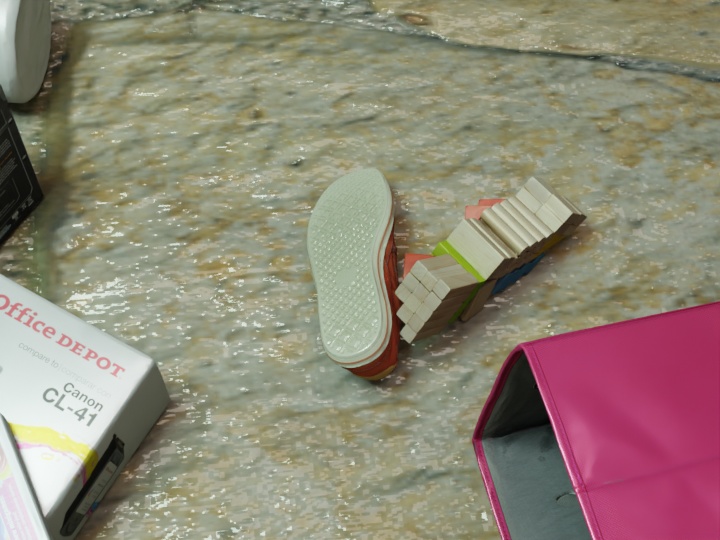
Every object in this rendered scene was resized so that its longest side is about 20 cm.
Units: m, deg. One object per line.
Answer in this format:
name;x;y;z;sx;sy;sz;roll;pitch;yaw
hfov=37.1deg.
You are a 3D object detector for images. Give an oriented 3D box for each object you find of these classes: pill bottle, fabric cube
pill bottle;-0.370;-0.205;0.891;0.200;0.112;0.112;7;63;-1
fabric cube;0.208;0.148;0.711;0.199;0.196;0.200;-12;65;-10

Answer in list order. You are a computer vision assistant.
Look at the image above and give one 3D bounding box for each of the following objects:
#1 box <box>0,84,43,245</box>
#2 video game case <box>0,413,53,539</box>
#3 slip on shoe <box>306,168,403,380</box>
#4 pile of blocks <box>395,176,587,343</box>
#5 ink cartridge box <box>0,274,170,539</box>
box;-0.325;-0.033;0.783;0.048;0.158;0.200;29;66;10
video game case;-0.293;0.192;0.661;0.200;0.018;0.143;-24;70;-12
slip on shoe;0.000;0.000;0.850;0.074;0.061;0.200;-15;50;15
pile of blocks;0.092;-0.015;0.852;0.200;0.082;0.062;-30;66;-33
ink cartridge box;-0.252;0.123;0.752;0.147;0.086;0.200;27;67;10
